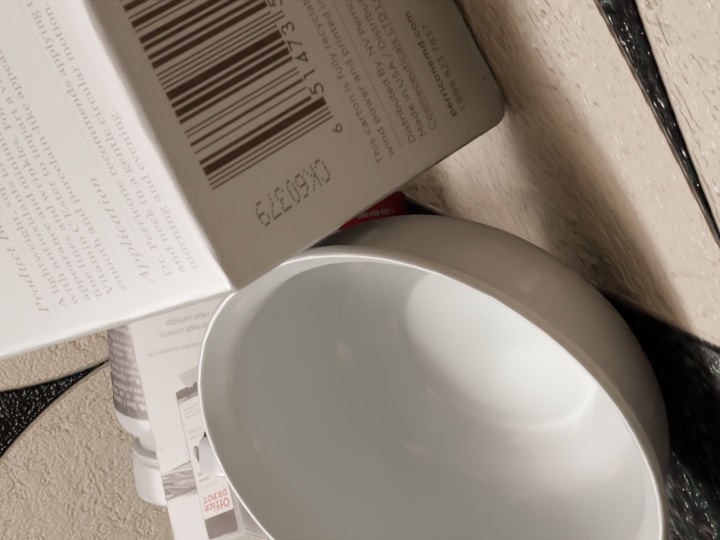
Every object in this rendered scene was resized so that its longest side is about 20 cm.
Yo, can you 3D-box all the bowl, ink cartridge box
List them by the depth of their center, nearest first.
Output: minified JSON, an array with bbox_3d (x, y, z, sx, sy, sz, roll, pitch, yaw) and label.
[{"bbox_3d":[0.042,0.050,1.106,0.201,0.090,0.202,16,132,19],"label":"bowl"},{"bbox_3d":[-0.026,0.072,1.331,0.147,0.083,0.201,-12,-91,-56],"label":"ink cartridge box"}]

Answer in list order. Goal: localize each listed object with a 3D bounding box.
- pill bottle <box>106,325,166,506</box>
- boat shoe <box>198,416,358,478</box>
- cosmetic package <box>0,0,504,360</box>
[{"bbox_3d":[-0.106,0.044,1.782,0.114,0.113,0.201,-142,46,-68],"label":"pill bottle"},{"bbox_3d":[-0.002,0.042,1.232,0.072,0.200,0.068,0,102,40],"label":"boat shoe"},{"bbox_3d":[-0.087,-0.080,1.104,0.200,0.165,0.165,-14,105,50],"label":"cosmetic package"}]
